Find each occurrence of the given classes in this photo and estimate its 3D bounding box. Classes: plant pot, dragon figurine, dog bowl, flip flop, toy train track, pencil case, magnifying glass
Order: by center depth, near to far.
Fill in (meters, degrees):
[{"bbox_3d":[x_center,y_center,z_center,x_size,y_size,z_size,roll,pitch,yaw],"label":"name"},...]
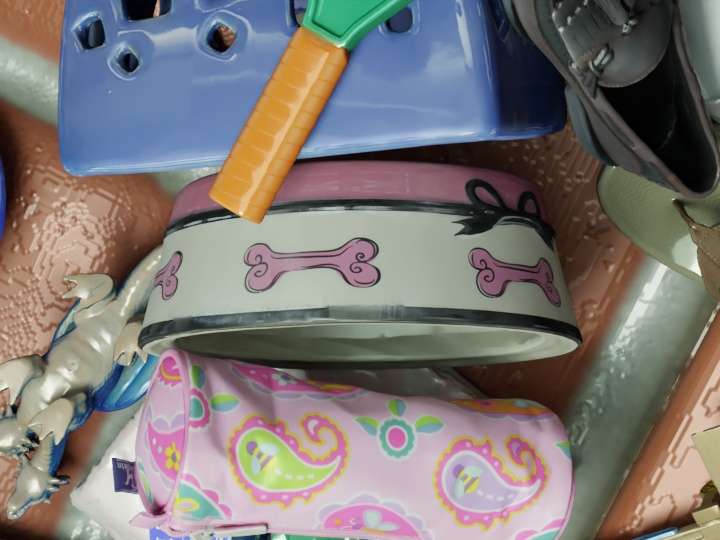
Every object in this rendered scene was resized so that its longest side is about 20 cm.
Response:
[{"bbox_3d":[-0.003,-0.111,0.933,0.080,0.022,0.200,30,95,11],"label":"magnifying glass"},{"bbox_3d":[-0.021,-0.140,1.043,0.200,0.200,0.180,-4,95,15],"label":"plant pot"},{"bbox_3d":[0.000,0.000,1.048,0.200,0.200,0.074,-3,82,16],"label":"dog bowl"},{"bbox_3d":[-0.006,0.089,1.051,0.200,0.087,0.087,8,107,-20],"label":"pencil case"},{"bbox_3d":[0.199,0.002,1.084,0.200,0.058,0.081,41,112,1],"label":"flip flop"},{"bbox_3d":[0.161,0.133,1.143,0.200,0.033,0.115,-21,104,24],"label":"toy train track"},{"bbox_3d":[-0.132,0.040,1.181,0.059,0.099,0.200,40,90,5],"label":"dragon figurine"}]

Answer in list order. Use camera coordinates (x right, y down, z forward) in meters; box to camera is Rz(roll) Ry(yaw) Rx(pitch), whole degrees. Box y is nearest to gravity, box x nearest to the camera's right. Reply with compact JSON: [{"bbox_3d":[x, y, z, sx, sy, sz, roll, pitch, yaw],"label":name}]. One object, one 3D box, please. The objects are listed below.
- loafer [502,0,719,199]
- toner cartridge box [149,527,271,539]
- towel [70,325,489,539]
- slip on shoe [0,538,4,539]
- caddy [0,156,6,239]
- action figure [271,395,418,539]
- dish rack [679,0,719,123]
[{"bbox_3d":[0.116,-0.096,0.985,0.072,0.200,0.063,-45,58,-7],"label":"loafer"},{"bbox_3d":[-0.068,0.179,1.145,0.043,0.095,0.200,2,104,13],"label":"toner cartridge box"},{"bbox_3d":[-0.021,0.111,1.183,0.200,0.032,0.191,39,108,3],"label":"towel"},{"bbox_3d":[-0.225,0.158,1.229,0.200,0.076,0.061,-1,109,23],"label":"slip on shoe"},{"bbox_3d":[-0.274,-0.019,1.185,0.200,0.105,0.141,-32,69,19],"label":"caddy"},{"bbox_3d":[-0.004,0.159,1.142,0.118,0.055,0.200,8,100,2],"label":"action figure"},{"bbox_3d":[0.158,-0.154,1.012,0.044,0.172,0.200,-29,94,-24],"label":"dish rack"}]
